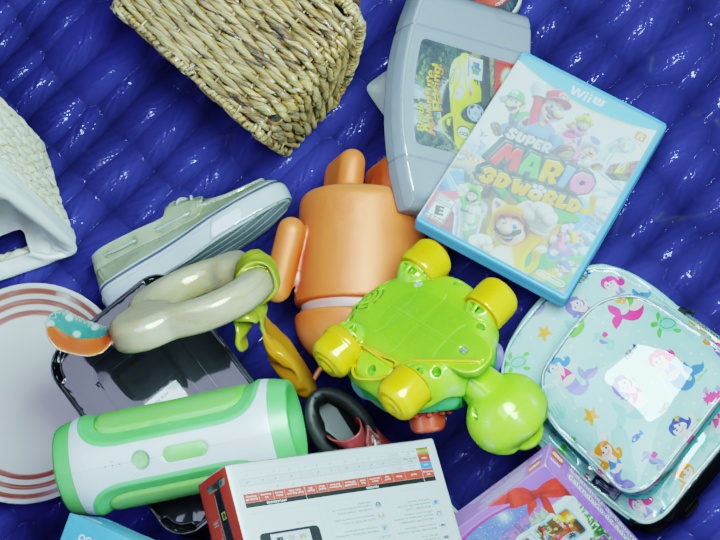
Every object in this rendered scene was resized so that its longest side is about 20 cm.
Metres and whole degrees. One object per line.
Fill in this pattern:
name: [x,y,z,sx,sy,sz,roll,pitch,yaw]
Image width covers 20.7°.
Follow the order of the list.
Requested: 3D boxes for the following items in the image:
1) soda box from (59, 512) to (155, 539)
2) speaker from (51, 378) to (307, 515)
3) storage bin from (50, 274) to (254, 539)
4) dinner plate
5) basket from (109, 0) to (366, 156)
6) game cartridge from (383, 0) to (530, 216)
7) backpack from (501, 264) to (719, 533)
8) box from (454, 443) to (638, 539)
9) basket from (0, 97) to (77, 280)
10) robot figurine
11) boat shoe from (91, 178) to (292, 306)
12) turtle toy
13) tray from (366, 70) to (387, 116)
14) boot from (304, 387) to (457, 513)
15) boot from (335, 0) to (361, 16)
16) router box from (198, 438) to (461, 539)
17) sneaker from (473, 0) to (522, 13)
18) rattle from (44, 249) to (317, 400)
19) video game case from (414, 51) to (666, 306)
soda box: [-0.146,0.260,1.558,0.198,0.064,0.068,21,87,18]
speaker: [-0.147,0.145,1.612,0.198,0.088,0.089,-12,76,8]
storage bin: [-0.159,0.120,1.714,0.135,0.094,0.201,-38,79,-4]
dinner plate: [-0.301,0.112,1.797,0.198,0.024,0.203,-3,77,11]
basket: [-0.094,-0.220,1.759,0.200,0.143,0.149,40,94,12]
game cartridge: [0.083,-0.140,1.702,0.132,0.041,0.202,10,74,-25]
backpack: [0.216,0.097,1.632,0.200,0.151,0.178,40,86,22]
box: [0.124,0.250,1.606,0.200,0.039,0.137,-39,99,25]
basket: [-0.356,-0.078,1.761,0.134,0.200,0.125,-18,70,8]
robot figurine: [-0.002,0.000,1.710,0.116,0.143,0.202,-6,76,33]
boat shoe: [-0.157,-0.034,1.773,0.199,0.072,0.062,-30,76,7]
turtle toy: [0.066,0.076,1.585,0.199,0.102,0.146,32,64,35]
tray: [0.098,-0.121,1.763,0.107,0.022,0.201,-35,74,2]
boot: [0.025,0.187,1.648,0.072,0.144,0.200,-40,75,-6]
boot: [-0.028,-0.344,1.791,0.186,0.064,0.201,29,90,34]
router box: [-0.010,0.230,1.514,0.198,0.049,0.181,-3,69,-35]
sneaker: [0.063,-0.302,1.776,0.199,0.085,0.075,37,87,17]
rattle: [-0.151,0.071,1.628,0.199,0.144,0.130,-29,37,-26]
video game case: [0.153,-0.080,1.659,0.142,0.018,0.201,28,62,11]
